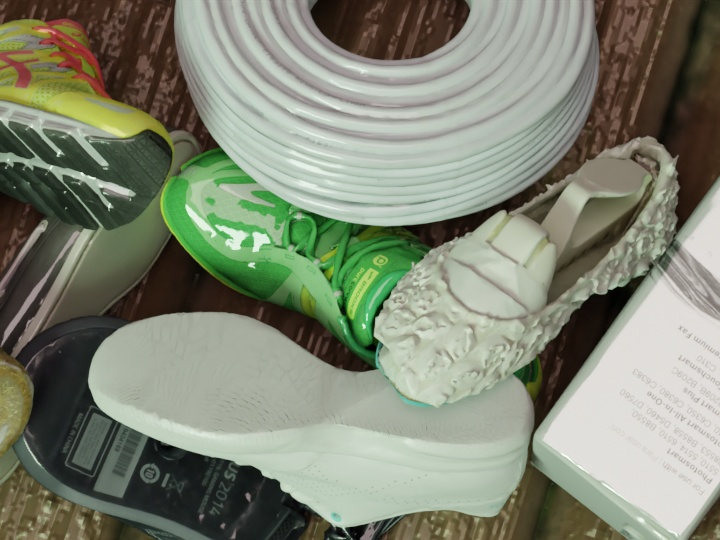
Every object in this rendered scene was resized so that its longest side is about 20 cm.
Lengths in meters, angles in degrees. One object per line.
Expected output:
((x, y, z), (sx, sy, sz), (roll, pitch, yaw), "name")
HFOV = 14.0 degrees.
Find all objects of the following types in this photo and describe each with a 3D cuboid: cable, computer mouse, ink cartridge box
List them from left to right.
((-0.078, 0.093, 1.362), (0.200, 0.053, 0.139), (30, 80, -12), "computer mouse")
((0.013, -0.118, 1.360), (0.200, 0.069, 0.200), (-4, 60, -6), "cable")
((0.165, 0.026, 1.313), (0.084, 0.146, 0.200), (36, 85, 8), "ink cartridge box")

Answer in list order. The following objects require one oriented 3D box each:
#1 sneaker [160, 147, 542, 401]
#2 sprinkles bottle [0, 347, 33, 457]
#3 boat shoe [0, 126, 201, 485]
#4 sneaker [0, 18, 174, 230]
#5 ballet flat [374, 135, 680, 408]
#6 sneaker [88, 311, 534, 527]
((0.000, 0.000, 1.358), (0.200, 0.084, 0.074), (31, 82, 5), "sneaker")
((-0.226, 0.013, 1.342), (0.068, 0.068, 0.200), (-44, 53, -3), "sprinkles bottle")
((-0.151, 0.009, 1.379), (0.057, 0.067, 0.200), (28, 80, 28), "boat shoe")
((-0.147, -0.080, 1.352), (0.200, 0.078, 0.090), (15, 61, 47), "sneaker")
((0.078, -0.010, 1.316), (0.072, 0.072, 0.200), (47, 46, 10), "ballet flat")
((-0.025, 0.079, 1.318), (0.200, 0.089, 0.075), (10, 48, 4), "sneaker")
